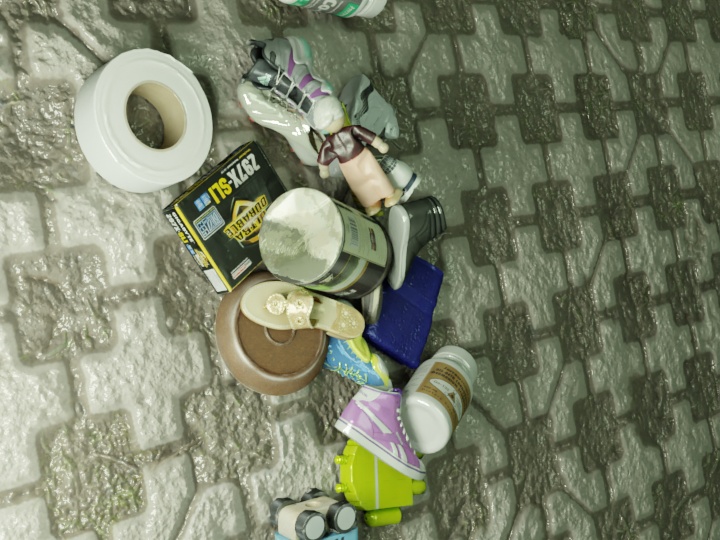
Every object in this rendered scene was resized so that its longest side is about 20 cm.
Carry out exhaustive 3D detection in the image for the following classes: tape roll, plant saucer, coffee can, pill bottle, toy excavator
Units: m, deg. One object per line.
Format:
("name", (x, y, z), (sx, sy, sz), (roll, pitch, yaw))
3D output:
("tape roll", (-0.319, -0.222, 1.461), (0.200, 0.070, 0.207), (9, 76, -40))
("plant saucer", (-0.133, 0.095, 1.560), (0.197, 0.034, 0.204), (8, 71, -25))
("coffee can", (-0.053, -0.039, 1.567), (0.199, 0.144, 0.150), (19, 68, -65))
("pill bottle", (-0.050, -0.509, 1.723), (0.197, 0.112, 0.116), (1, 82, -41))
("pill bottle", (0.137, 0.221, 1.740), (0.116, 0.113, 0.200), (62, 34, -14))
("toy excavator", (-0.050, 0.459, 1.575), (0.192, 0.099, 0.204), (-4, 98, -40))

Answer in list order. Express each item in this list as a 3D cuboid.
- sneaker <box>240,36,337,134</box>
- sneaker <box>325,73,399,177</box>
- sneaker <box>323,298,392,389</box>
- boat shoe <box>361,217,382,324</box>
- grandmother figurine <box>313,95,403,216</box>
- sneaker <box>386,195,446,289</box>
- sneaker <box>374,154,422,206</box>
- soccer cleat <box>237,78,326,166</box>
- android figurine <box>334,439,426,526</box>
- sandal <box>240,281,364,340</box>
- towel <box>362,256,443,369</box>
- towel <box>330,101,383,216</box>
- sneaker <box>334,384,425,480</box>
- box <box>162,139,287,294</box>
("sneaker", (-0.126, -0.298, 1.582), (0.138, 0.078, 0.202), (-5, 52, -35))
("sneaker", (0.006, -0.239, 1.748), (0.114, 0.074, 0.203), (32, 63, -33))
("sneaker", (-0.026, 0.155, 1.662), (0.104, 0.075, 0.202), (-31, 96, -28))
("boat shoe", (0.000, 0.000, 1.700), (0.075, 0.072, 0.203), (78, 8, -63))
("grandmother figurine", (-0.016, -0.183, 1.550), (0.202, 0.120, 0.061), (59, 8, -25))
("sneaker", (0.094, -0.046, 1.664), (0.098, 0.202, 0.071), (-20, 56, -22))
("sneaker", (0.033, -0.160, 1.683), (0.080, 0.199, 0.077), (36, 75, -18))
("soccer cleat", (-0.120, -0.252, 1.638), (0.200, 0.077, 0.070), (42, 58, -28))
("android figurine", (0.034, 0.346, 1.692), (0.198, 0.041, 0.186), (4, 80, -42))
("sandal", (-0.079, 0.057, 1.540), (0.208, 0.069, 0.079), (16, 67, -23))
("towel", (0.070, 0.061, 1.775), (0.147, 0.049, 0.203), (33, 61, -29))
("towel", (-0.012, -0.186, 1.636), (0.018, 0.086, 0.203), (-27, 111, -21))
("sneaker", (0.059, 0.264, 1.633), (0.200, 0.072, 0.115), (41, 76, -31))
("box", (-0.197, -0.087, 1.561), (0.200, 0.049, 0.161), (-45, 110, -37))
